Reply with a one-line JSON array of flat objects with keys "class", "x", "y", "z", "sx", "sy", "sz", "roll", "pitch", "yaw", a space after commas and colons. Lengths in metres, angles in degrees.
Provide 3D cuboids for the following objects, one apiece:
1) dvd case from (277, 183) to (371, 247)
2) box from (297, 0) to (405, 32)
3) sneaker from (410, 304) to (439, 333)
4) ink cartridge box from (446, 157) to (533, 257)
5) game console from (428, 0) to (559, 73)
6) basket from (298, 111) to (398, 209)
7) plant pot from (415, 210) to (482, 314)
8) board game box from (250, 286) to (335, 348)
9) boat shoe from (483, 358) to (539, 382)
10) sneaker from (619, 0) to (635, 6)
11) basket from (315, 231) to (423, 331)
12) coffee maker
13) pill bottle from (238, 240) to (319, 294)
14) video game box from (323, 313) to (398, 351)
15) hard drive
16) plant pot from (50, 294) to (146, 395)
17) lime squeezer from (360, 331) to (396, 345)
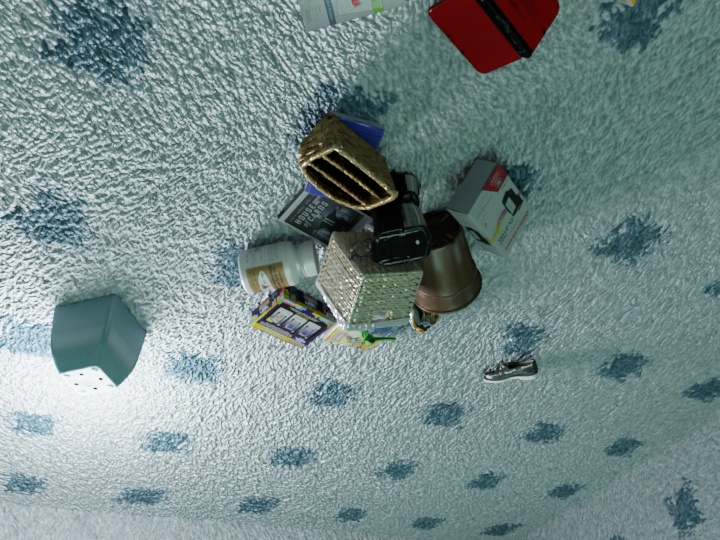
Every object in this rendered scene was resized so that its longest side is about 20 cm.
[{"class": "dvd case", "x": -0.088, "y": -0.136, "z": 1.532, "sx": 0.197, "sy": 0.025, "sz": 0.150, "roll": 27, "pitch": 126, "yaw": -33}, {"class": "box", "x": -0.026, "y": -0.535, "z": 1.096, "sx": 0.194, "sy": 0.042, "sz": 0.158, "roll": -13, "pitch": 138, "yaw": 4}, {"class": "sneaker", "x": 0.179, "y": 0.128, "z": 1.795, "sx": 0.076, "sy": 0.080, "sz": 0.200, "roll": -29, "pitch": 160, "yaw": 10}, {"class": "ink cartridge box", "x": 0.319, "y": -0.151, "z": 1.485, "sx": 0.199, "sy": 0.082, "sz": 0.148, "roll": 38, "pitch": 82, "yaw": -39}, {"class": "game console", "x": 0.261, "y": -0.509, "z": 1.185, "sx": 0.198, "sy": 0.118, "sz": 0.175, "roll": 32, "pitch": 94, "yaw": -36}, {"class": "basket", "x": -0.037, "y": -0.207, "z": 1.315, "sx": 0.198, "sy": 0.151, "sz": 0.142, "roll": 33, "pitch": 118, "yaw": -33}, {"class": "plant pot", "x": 0.206, "y": -0.029, "z": 1.578, "sx": 0.194, "sy": 0.203, "sz": 0.201, "roll": -15, "pitch": 131, "yaw": 8}, {"class": "board game box", "x": -0.197, "y": 0.137, "z": 1.788, "sx": 0.198, "sy": 0.058, "sz": 0.164, "roll": 30, "pitch": 128, "yaw": -35}, {"class": "boat shoe", "x": 0.522, "y": 0.347, "z": 2.125, "sx": 0.194, "sy": 0.076, "sz": 0.062, "roll": -12, "pitch": 101, "yaw": 19}, {"class": "sneaker", "x": 0.465, "y": -0.576, "z": 1.110, "sx": 0.197, "sy": 0.079, "sz": 0.078, "roll": 27, "pitch": 115, "yaw": -37}, {"class": "basket", "x": 0.021, "y": 0.022, "z": 1.499, "sx": 0.193, "sy": 0.201, "sz": 0.164, "roll": -3, "pitch": 127, "yaw": -31}, {"class": "coffee maker", "x": 0.064, "y": -0.128, "z": 1.431, "sx": 0.186, "sy": 0.204, "sz": 0.137, "roll": 6, "pitch": 135, "yaw": -16}, {"class": "pill bottle", "x": -0.209, "y": -0.014, "z": 1.577, "sx": 0.194, "sy": 0.117, "sz": 0.116, "roll": -12, "pitch": 138, "yaw": 4}, {"class": "video game box", "x": 0.008, "y": 0.167, "z": 1.841, "sx": 0.178, "sy": 0.048, "sz": 0.200, "roll": 18, "pitch": 139, "yaw": -24}, {"class": "hard drive", "x": -0.039, "y": -0.254, "z": 1.392, "sx": 0.128, "sy": 0.026, "sz": 0.203, "roll": 10, "pitch": 128, "yaw": -19}, {"class": "plant pot", "x": -0.737, "y": 0.223, "z": 1.689, "sx": 0.189, "sy": 0.204, "sz": 0.199, "roll": -11, "pitch": 138, "yaw": 5}, {"class": "lime squeezer", "x": 0.030, "y": 0.186, "z": 1.797, "sx": 0.069, "sy": 0.039, "sz": 0.200, "roll": -22, "pitch": 140, "yaw": 24}]
